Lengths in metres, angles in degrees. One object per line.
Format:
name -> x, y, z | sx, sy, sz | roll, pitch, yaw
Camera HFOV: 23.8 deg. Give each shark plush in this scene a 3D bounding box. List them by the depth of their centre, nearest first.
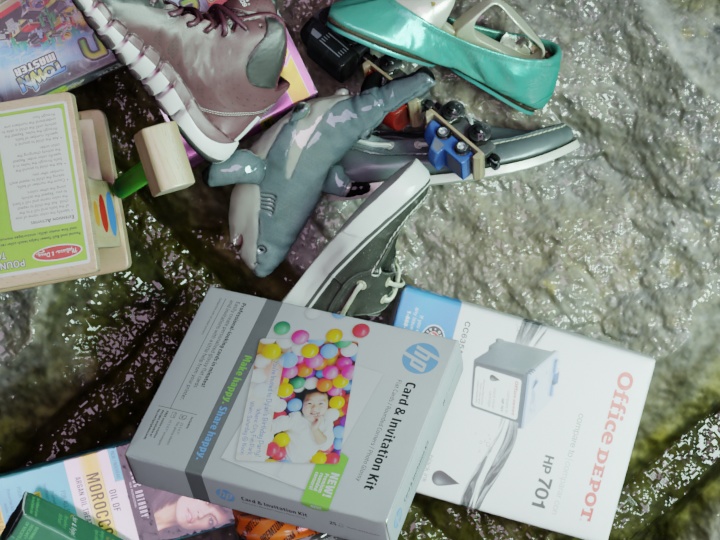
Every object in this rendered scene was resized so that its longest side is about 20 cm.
shark plush -> -0.023, -0.084, 1.272 | 0.199, 0.091, 0.084 | -36, 83, 8

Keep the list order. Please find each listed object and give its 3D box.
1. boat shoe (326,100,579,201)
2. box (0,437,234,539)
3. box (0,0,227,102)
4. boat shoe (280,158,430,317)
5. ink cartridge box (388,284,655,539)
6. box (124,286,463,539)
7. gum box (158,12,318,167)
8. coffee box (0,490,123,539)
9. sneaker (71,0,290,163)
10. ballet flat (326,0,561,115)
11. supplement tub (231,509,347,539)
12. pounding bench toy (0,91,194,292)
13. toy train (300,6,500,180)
boat shoe -> 0.067, -0.097, 1.301 | 0.197, 0.073, 0.063 | -10, 93, 3
box -> -0.190, 0.175, 1.297 | 0.198, 0.049, 0.083 | -15, 90, -2
box -> -0.189, -0.204, 1.246 | 0.198, 0.035, 0.111 | -24, 89, 0
boat shoe -> 0.000, 0.000, 1.269 | 0.064, 0.071, 0.200 | 40, 123, -1
ink cartridge box -> 0.106, 0.107, 1.291 | 0.198, 0.086, 0.148 | 15, 88, 0
box -> -0.045, 0.100, 1.205 | 0.198, 0.041, 0.157 | 13, 54, 18
gum box -> -0.125, -0.195, 1.297 | 0.113, 0.066, 0.202 | -26, 90, -1
coffee box -> -0.191, 0.263, 1.264 | 0.199, 0.044, 0.124 | 29, 101, -15
sneaker -> -0.122, -0.181, 1.194 | 0.115, 0.076, 0.200 | -39, 121, 1
ballet flat -> 0.069, -0.181, 1.277 | 0.198, 0.068, 0.071 | 19, 112, -27
supplement tub -> -0.022, 0.250, 1.245 | 0.121, 0.123, 0.202 | -17, 105, -2
pounding bench toy -> -0.210, -0.057, 1.243 | 0.197, 0.156, 0.126 | -10, 90, 3
toy train -> 0.026, -0.131, 1.279 | 0.046, 0.034, 0.200 | -40, 64, -18
